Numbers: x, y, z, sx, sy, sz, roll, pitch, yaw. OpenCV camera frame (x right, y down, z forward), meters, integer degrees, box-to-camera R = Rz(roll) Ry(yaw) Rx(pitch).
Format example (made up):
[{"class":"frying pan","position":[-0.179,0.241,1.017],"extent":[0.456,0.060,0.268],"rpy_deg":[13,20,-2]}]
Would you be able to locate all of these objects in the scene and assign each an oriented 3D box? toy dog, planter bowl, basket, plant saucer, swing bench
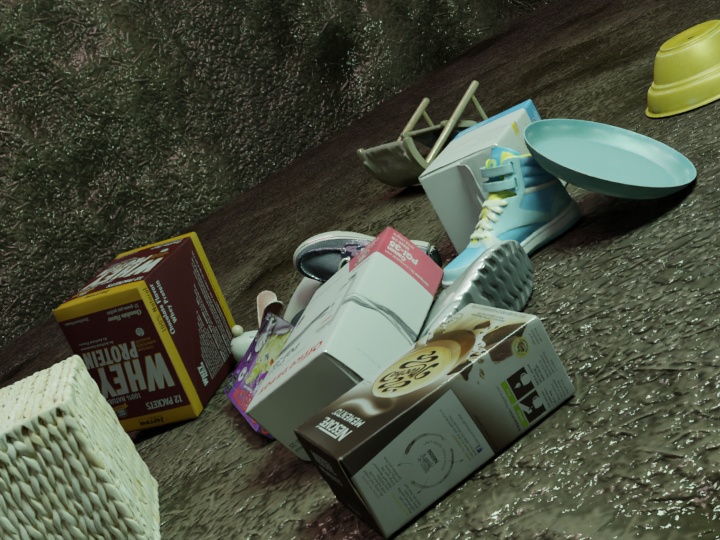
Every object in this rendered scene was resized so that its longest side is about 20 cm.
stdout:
[{"class":"toy dog","position":[-0.098,0.044,1.329],"extent":[0.200,0.096,0.132],"rpy_deg":[-36,15,-23]},{"class":"planter bowl","position":[0.496,-0.308,1.393],"extent":[0.200,0.084,0.200],"rpy_deg":[-28,13,7]},{"class":"basket","position":[-0.319,0.214,0.969],"extent":[0.161,0.200,0.198],"rpy_deg":[-30,14,-7]},{"class":"plant saucer","position":[0.283,-0.127,1.101],"extent":[0.200,0.027,0.200],"rpy_deg":[8,27,-4]},{"class":"swing bench","position":[0.133,-0.235,1.792],"extent":[0.200,0.130,0.199],"rpy_deg":[-41,17,-19]}]

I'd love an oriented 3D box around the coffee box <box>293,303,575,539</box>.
[{"class":"coffee box","position":[0.059,0.116,0.789],"extent":[0.200,0.080,0.113],"rpy_deg":[-34,15,-17]}]

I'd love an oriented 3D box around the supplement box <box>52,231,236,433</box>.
[{"class":"supplement box","position":[-0.283,0.084,1.318],"extent":[0.133,0.198,0.200],"rpy_deg":[-15,19,18]}]

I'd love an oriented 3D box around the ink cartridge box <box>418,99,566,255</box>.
[{"class":"ink cartridge box","position":[0.178,-0.120,1.278],"extent":[0.125,0.129,0.200],"rpy_deg":[-21,16,34]}]

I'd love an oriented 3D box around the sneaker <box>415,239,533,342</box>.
[{"class":"sneaker","position":[0.105,0.034,0.994],"extent":[0.200,0.075,0.082],"rpy_deg":[-40,19,-34]}]

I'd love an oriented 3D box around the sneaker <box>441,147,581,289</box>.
[{"class":"sneaker","position":[0.158,-0.070,1.142],"extent":[0.200,0.131,0.080],"rpy_deg":[-35,16,-17]}]

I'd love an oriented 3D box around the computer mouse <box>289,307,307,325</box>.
[{"class":"computer mouse","position":[-0.034,0.047,1.172],"extent":[0.200,0.046,0.141],"rpy_deg":[-4,59,60]}]

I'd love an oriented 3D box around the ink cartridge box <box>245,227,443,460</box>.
[{"class":"ink cartridge box","position":[-0.012,0.072,0.956],"extent":[0.146,0.083,0.200],"rpy_deg":[-40,14,40]}]

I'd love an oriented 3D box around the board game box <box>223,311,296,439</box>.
[{"class":"board game box","position":[-0.105,0.118,1.125],"extent":[0.120,0.032,0.200],"rpy_deg":[-65,19,-4]}]

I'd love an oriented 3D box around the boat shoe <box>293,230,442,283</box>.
[{"class":"boat shoe","position":[0.000,0.000,1.231],"extent":[0.200,0.075,0.093],"rpy_deg":[-1,26,15]}]
